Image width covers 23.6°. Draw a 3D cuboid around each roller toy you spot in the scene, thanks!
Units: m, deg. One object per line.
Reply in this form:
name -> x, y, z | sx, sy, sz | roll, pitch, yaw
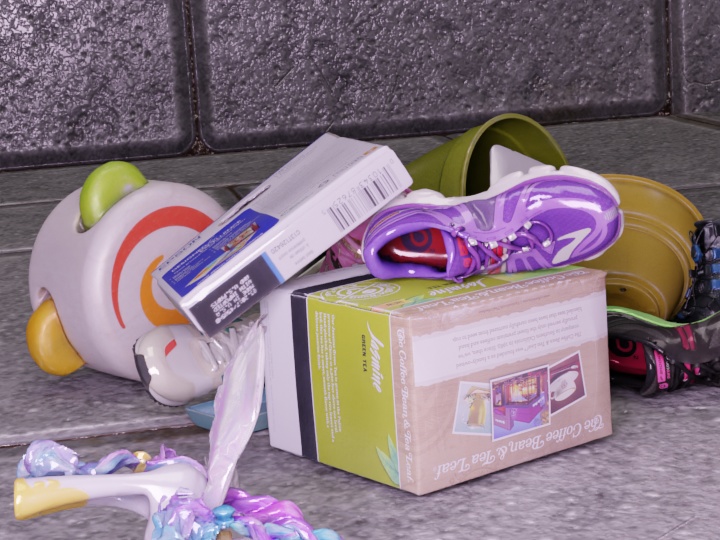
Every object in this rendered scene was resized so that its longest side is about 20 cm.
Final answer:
roller toy -> -0.211, 0.009, 1.608 | 0.181, 0.203, 0.139 | 15, -5, -40

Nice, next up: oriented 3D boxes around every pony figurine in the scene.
pony figurine -> -0.106, 0.142, 1.028 | 0.197, 0.168, 0.194 | -2, 42, -10

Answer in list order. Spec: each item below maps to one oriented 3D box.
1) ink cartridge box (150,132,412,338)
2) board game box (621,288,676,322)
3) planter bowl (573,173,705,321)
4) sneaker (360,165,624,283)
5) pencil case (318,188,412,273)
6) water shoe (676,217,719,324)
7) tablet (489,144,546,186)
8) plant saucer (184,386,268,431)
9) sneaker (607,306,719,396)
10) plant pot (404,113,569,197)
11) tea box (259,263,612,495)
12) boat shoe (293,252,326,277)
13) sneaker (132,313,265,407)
ink cartridge box -> -0.068, -0.032, 1.360 | 0.197, 0.047, 0.200 | -39, 11, -6
board game box -> 0.313, 0.006, 1.620 | 0.197, 0.106, 0.024 | 3, 40, 4
planter bowl -> 0.223, 0.015, 1.560 | 0.198, 0.202, 0.084 | -3, 44, 5
sneaker -> 0.096, -0.020, 1.267 | 0.198, 0.081, 0.084 | -10, 21, 16
pencil case -> 0.000, 0.000, 1.491 | 0.082, 0.087, 0.201 | -19, -25, -21
water shoe -> 0.314, -0.005, 1.524 | 0.201, 0.079, 0.071 | -52, 11, -23
tablet -> 0.185, -0.034, 1.715 | 0.129, 0.014, 0.201 | 23, 43, -19
plant saucer -> -0.049, 0.109, 1.466 | 0.198, 0.019, 0.070 | -13, 14, -37
sneaker -> 0.268, 0.076, 1.427 | 0.198, 0.078, 0.084 | -2, 27, 27
plant pot -> 0.104, -0.052, 1.860 | 0.192, 0.203, 0.199 | -10, 4, 44
tea box -> 0.057, 0.069, 1.318 | 0.198, 0.135, 0.196 | -12, 14, -37
boat shoe -> -0.019, -0.015, 1.740 | 0.072, 0.062, 0.200 | -12, 33, 51
sneaker -> -0.106, 0.062, 1.446 | 0.093, 0.071, 0.199 | -31, -17, 27
